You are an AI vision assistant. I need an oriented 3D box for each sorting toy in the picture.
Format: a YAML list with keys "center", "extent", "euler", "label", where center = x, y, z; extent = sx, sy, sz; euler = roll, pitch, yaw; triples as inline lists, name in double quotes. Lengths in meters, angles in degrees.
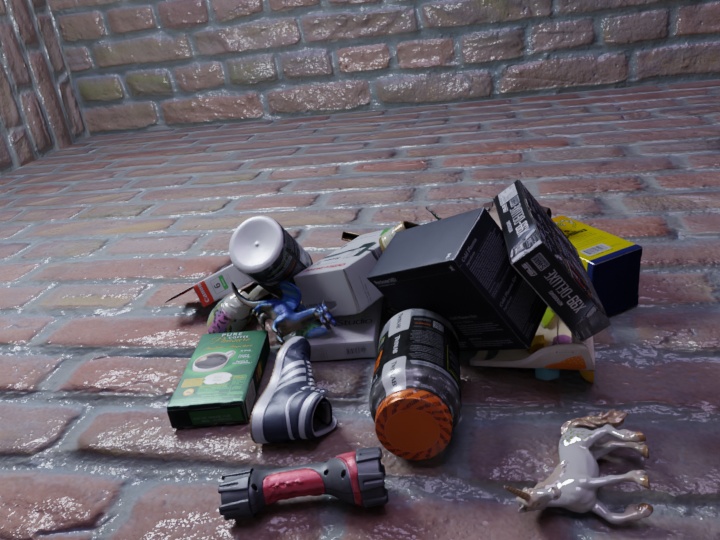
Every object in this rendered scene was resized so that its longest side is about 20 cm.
- center: [0.257, 0.097, 0.923]
  extent: [0.178, 0.108, 0.201]
  euler: [-9, 30, 24]
  label: "sorting toy"

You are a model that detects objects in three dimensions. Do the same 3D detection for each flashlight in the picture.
- center: [-0.067, 0.257, 0.718]
  extent: [0.197, 0.068, 0.069]
  euler: [-10, 55, 0]
  label: "flashlight"

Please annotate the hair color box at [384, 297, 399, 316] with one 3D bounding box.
- center: [0.144, 0.025, 1.136]
  extent: [0.108, 0.066, 0.199]
  euler: [14, 35, 37]
  label: "hair color box"

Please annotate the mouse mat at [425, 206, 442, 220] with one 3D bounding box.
- center: [0.199, -0.026, 1.017]
  extent: [0.008, 0.199, 0.161]
  euler: [-49, 42, 6]
  label: "mouse mat"

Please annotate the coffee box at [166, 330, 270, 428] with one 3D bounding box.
- center: [-0.219, 0.167, 0.969]
  extent: [0.121, 0.045, 0.201]
  euler: [-6, 26, 4]
  label: "coffee box"

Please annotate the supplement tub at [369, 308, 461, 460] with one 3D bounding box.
- center: [0.076, 0.150, 0.825]
  extent: [0.120, 0.124, 0.201]
  euler: [-3, 25, 10]
  label: "supplement tub"

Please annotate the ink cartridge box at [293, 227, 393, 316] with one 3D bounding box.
- center: [0.000, 0.000, 1.082]
  extent: [0.145, 0.084, 0.199]
  euler: [-9, 18, 46]
  label: "ink cartridge box"

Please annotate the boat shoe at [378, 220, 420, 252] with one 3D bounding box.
- center: [0.125, -0.040, 1.046]
  extent: [0.198, 0.066, 0.075]
  euler: [7, 50, -40]
  label: "boat shoe"

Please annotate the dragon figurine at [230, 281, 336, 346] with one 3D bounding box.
- center: [-0.127, 0.061, 1.023]
  extent: [0.199, 0.059, 0.099]
  euler: [32, 65, 35]
  label: "dragon figurine"

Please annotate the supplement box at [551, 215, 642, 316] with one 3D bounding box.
- center: [0.384, -0.010, 1.080]
  extent: [0.108, 0.110, 0.200]
  euler: [-17, 27, -19]
  label: "supplement box"

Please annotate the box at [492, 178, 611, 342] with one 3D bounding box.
- center: [0.259, -0.021, 0.838]
  extent: [0.050, 0.158, 0.201]
  euler: [-37, 22, 23]
  label: "box"

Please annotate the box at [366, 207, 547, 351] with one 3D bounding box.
- center: [0.145, 0.023, 0.902]
  extent: [0.199, 0.182, 0.105]
  euler: [-12, 38, 53]
  label: "box"

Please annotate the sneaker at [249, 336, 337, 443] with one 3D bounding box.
- center: [-0.078, 0.171, 0.886]
  extent: [0.107, 0.071, 0.201]
  euler: [-5, 32, 18]
  label: "sneaker"

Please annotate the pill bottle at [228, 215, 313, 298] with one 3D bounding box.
- center: [-0.150, -0.012, 1.104]
  extent: [0.105, 0.200, 0.108]
  euler: [-6, 68, 15]
  label: "pill bottle"

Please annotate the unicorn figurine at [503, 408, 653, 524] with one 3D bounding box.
- center: [0.253, 0.230, 0.684]
  extent: [0.135, 0.075, 0.200]
  euler: [-7, 9, 25]
  label: "unicorn figurine"

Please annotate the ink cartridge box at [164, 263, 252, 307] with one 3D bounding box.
- center: [-0.282, 0.029, 1.214]
  extent: [0.198, 0.051, 0.109]
  euler: [-28, 5, 5]
  label: "ink cartridge box"

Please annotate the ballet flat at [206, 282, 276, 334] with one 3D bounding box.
- center: [-0.214, 0.057, 1.155]
  extent: [0.069, 0.071, 0.200]
  euler: [46, 38, 4]
  label: "ballet flat"

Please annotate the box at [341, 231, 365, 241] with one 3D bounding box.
- center: [0.082, -0.054, 1.267]
  extent: [0.162, 0.022, 0.198]
  euler: [15, 8, 40]
  label: "box"

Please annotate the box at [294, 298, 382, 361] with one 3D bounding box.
- center: [-0.036, 0.091, 1.084]
  extent: [0.142, 0.037, 0.201]
  euler: [-5, 24, 7]
  label: "box"

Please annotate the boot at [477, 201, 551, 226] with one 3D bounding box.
- center: [0.248, -0.056, 1.075]
  extent: [0.145, 0.071, 0.201]
  euler: [3, 42, 37]
  label: "boot"
